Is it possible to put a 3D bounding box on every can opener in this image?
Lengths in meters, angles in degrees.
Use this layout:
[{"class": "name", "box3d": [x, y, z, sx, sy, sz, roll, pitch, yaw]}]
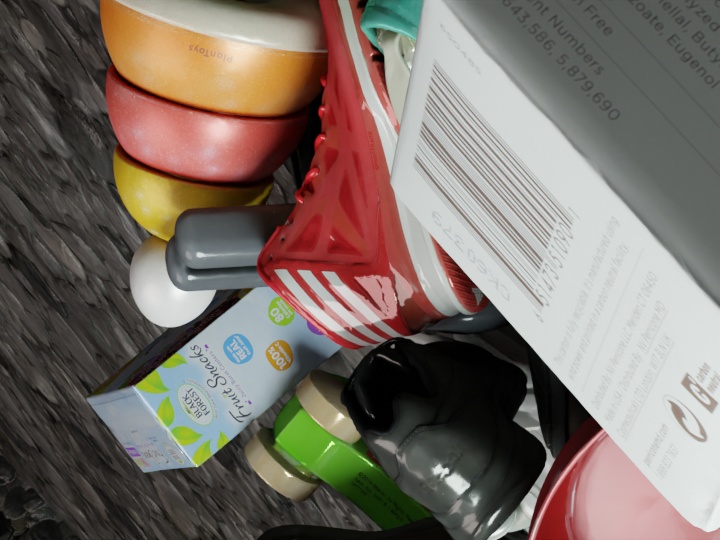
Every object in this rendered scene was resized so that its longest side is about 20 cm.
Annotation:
[{"class": "can opener", "box3d": [0.000, 0.000, 1.515, 0.053, 0.199, 0.067, 119, 143, -59]}]

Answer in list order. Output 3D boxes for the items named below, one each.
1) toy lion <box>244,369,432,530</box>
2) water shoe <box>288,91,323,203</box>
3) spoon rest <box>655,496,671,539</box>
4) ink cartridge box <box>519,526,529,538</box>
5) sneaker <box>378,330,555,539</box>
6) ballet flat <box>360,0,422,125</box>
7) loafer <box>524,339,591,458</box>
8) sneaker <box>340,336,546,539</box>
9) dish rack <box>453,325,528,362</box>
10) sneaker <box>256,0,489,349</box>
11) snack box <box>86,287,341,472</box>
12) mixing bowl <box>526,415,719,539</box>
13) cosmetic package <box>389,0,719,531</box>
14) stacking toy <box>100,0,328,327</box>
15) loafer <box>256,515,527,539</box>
[{"class": "toy lion", "box3d": [0.043, 0.134, 1.702, 0.200, 0.069, 0.192, 42, -165, 5]}, {"class": "water shoe", "box3d": [0.003, -0.042, 1.608, 0.200, 0.079, 0.072, 49, 166, 11]}, {"class": "spoon rest", "box3d": [0.170, 0.100, 1.433, 0.201, 0.099, 0.061, 64, 165, -4]}, {"class": "ink cartridge box", "box3d": [0.130, 0.157, 1.569, 0.104, 0.059, 0.200, 56, 165, -20]}, {"class": "sneaker", "box3d": [0.057, 0.092, 1.529, 0.078, 0.100, 0.200, 27, 172, -32]}, {"class": "ballet flat", "box3d": [0.062, -0.061, 1.399, 0.200, 0.070, 0.067, 55, 162, -16]}, {"class": "loafer", "box3d": [0.108, 0.009, 1.369, 0.072, 0.063, 0.201, -103, 3, -49]}, {"class": "sneaker", "box3d": [0.033, 0.064, 1.416, 0.091, 0.076, 0.200, 38, -176, -13]}, {"class": "dish rack", "box3d": [0.140, 0.114, 1.638, 0.171, 0.043, 0.201, 35, 158, 46]}, {"class": "sneaker", "box3d": [-0.016, -0.056, 1.444, 0.078, 0.115, 0.201, 16, -126, -59]}, {"class": "snack box", "box3d": [-0.060, 0.035, 1.745, 0.068, 0.200, 0.169, 53, 166, -5]}, {"class": "mixing bowl", "box3d": [0.159, 0.126, 1.353, 0.201, 0.200, 0.108, 56, 179, -18]}, {"class": "cosmetic package", "box3d": [0.138, -0.057, 0.916, 0.165, 0.200, 0.165, 49, 165, 13]}, {"class": "stacking toy", "box3d": [-0.090, -0.066, 1.543, 0.146, 0.145, 0.201, 35, 115, 48]}, {"class": "loafer", "box3d": [0.013, 0.181, 1.571, 0.199, 0.071, 0.073, -7, 111, 34]}]
